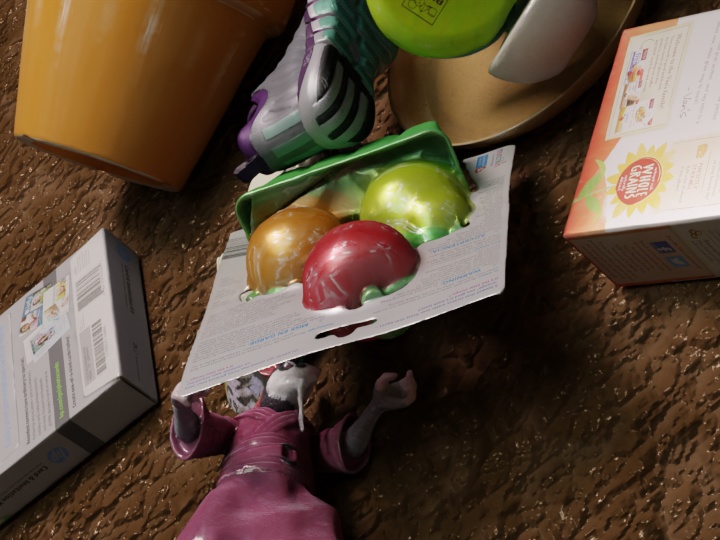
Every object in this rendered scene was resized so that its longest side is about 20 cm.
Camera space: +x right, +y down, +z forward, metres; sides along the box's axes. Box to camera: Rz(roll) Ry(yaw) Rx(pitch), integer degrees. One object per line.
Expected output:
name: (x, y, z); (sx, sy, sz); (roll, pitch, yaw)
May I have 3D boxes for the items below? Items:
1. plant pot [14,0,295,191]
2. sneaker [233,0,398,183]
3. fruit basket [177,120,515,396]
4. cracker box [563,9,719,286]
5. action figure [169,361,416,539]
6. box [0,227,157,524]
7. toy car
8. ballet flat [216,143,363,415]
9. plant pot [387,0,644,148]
plant pot: (-0.158, -0.161, 1.367); (0.199, 0.199, 0.185); (12, 83, 51)
sneaker: (-0.033, -0.128, 1.204); (0.087, 0.075, 0.201); (-27, 22, 23)
fruit basket: (0.000, 0.000, 1.069); (0.184, 0.094, 0.201); (-19, 28, 13)
cracker box: (0.209, -0.069, 0.980); (0.199, 0.058, 0.135); (-7, 55, 45)
action figure: (-0.046, 0.127, 1.083); (0.201, 0.133, 0.150); (-81, 2, -53)
box: (-0.230, 0.086, 1.338); (0.199, 0.041, 0.157); (-37, 37, 17)
toy car: (0.072, -0.208, 1.147); (0.201, 0.174, 0.150); (-58, 2, -10)
ballet flat: (-0.055, -0.009, 1.207); (0.072, 0.072, 0.202); (-6, 55, 45)
plant pot: (0.102, -0.154, 1.199); (0.199, 0.027, 0.201); (-29, 40, 28)
